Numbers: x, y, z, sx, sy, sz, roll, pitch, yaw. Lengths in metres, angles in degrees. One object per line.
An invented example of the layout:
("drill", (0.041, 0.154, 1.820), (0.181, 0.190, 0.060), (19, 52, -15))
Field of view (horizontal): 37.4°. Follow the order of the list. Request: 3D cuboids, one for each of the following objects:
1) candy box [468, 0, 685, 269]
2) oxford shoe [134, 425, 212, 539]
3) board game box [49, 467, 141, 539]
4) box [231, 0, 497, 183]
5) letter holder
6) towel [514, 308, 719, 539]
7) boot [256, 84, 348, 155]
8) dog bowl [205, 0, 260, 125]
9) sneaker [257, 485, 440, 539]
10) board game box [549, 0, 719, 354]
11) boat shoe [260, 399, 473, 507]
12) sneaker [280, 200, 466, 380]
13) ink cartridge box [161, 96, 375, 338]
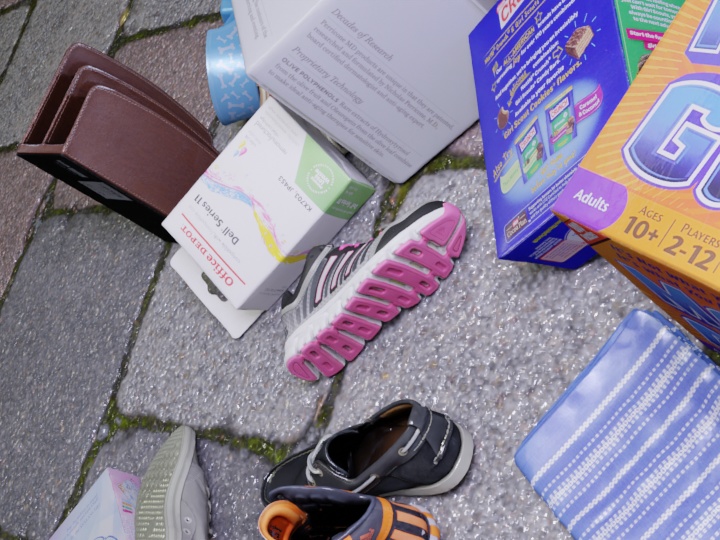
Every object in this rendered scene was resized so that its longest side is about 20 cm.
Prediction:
("candy box", (0.156, -0.127, 0.746), (0.169, 0.076, 0.202), (136, 136, -55))
("oxford shoe", (-0.158, 0.215, 0.928), (0.075, 0.058, 0.200), (-50, 25, 20))
("board game box", (-0.246, 0.319, 0.949), (0.200, 0.043, 0.199), (-50, 42, 15))
("box", (0.012, -0.230, 0.924), (0.171, 0.199, 0.200), (-39, 43, 23))
("letter holder", (-0.221, -0.133, 1.097), (0.100, 0.200, 0.143), (7, 70, 47))
("towel", (0.189, 0.127, 0.653), (0.145, 0.024, 0.200), (-50, 41, 10))
("boot", (-0.051, -0.186, 1.064), (0.107, 0.075, 0.202), (-17, 62, 34))
("dog bowl", (-0.124, -0.249, 1.149), (0.049, 0.112, 0.201), (-2, 58, 8))
("sneaker", (-0.049, 0.203, 0.776), (0.199, 0.112, 0.078), (-32, 46, 27))
("board game box", (0.266, -0.037, 0.543), (0.201, 0.199, 0.200), (-57, 39, 1))
("boat shoe", (-0.011, 0.143, 0.811), (0.199, 0.067, 0.072), (-24, 45, 38))
("sneaker", (0.000, 0.000, 0.885), (0.200, 0.073, 0.088), (-44, 48, 23))
("ink cartridge box", (-0.099, -0.044, 0.982), (0.117, 0.067, 0.200), (46, 102, 16))
